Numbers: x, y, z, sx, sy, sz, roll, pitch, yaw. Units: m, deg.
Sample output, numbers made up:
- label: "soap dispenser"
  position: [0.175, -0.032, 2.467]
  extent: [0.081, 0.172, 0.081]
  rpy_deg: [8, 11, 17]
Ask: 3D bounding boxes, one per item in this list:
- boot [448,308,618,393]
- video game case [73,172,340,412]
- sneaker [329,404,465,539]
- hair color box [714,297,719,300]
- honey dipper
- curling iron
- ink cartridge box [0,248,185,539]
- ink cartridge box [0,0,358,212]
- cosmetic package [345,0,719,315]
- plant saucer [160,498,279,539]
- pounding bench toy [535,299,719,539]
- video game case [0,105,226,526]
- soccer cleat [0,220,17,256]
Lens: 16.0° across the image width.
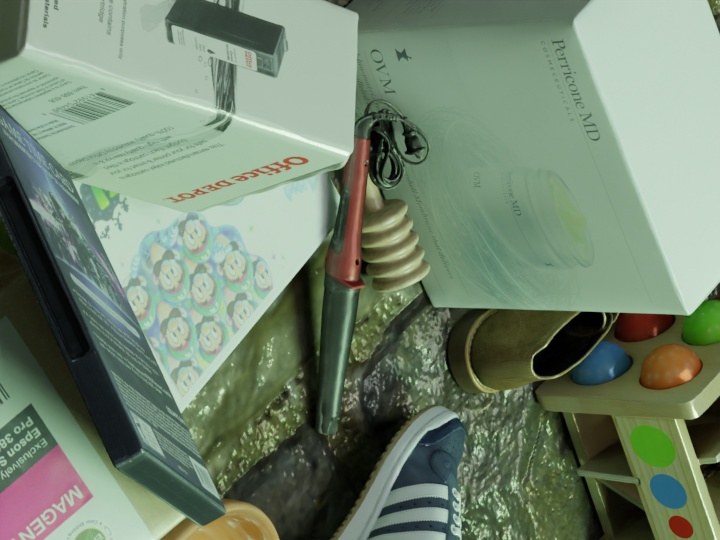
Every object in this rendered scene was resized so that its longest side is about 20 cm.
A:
- label: "boot"
  position: [0.144, 0.022, 1.645]
  extent: [0.200, 0.075, 0.074]
  rpy_deg: [-38, 116, -42]
- label: "video game case"
  position: [-0.102, -0.041, 1.406]
  extent: [0.200, 0.024, 0.182]
  rpy_deg: [-51, 126, -35]
- label: "sneaker"
  position: [0.045, 0.167, 1.488]
  extent: [0.070, 0.108, 0.200]
  rpy_deg: [94, 23, -43]
- label: "hair color box"
  position: [0.315, 0.116, 1.811]
  extent: [0.064, 0.111, 0.200]
  rpy_deg: [-14, 100, -46]
- label: "honey dipper"
  position: [-0.008, -0.083, 1.504]
  extent: [0.038, 0.038, 0.200]
  rpy_deg: [-37, 115, -42]
- label: "curling iron"
  position: [0.000, 0.000, 1.489]
  extent: [0.050, 0.026, 0.200]
  rpy_deg: [9, 98, -21]
- label: "ink cartridge box"
  position: [-0.203, 0.111, 1.215]
  extent: [0.200, 0.075, 0.165]
  rpy_deg: [-41, 120, -19]
- label: "ink cartridge box"
  position: [-0.120, -0.101, 1.267]
  extent: [0.200, 0.144, 0.084]
  rpy_deg: [17, 69, -38]
- label: "cosmetic package"
  position: [0.112, -0.087, 1.514]
  extent: [0.123, 0.200, 0.199]
  rpy_deg: [-46, 122, -38]
- label: "plant saucer"
  position: [-0.105, 0.214, 1.356]
  extent: [0.200, 0.037, 0.200]
  rpy_deg: [-42, 141, -48]
- label: "pounding bench toy"
  position: [0.241, 0.103, 1.660]
  extent: [0.124, 0.200, 0.156]
  rpy_deg: [-41, 120, -40]
- label: "video game case"
  position: [-0.127, 0.018, 1.201]
  extent: [0.200, 0.019, 0.143]
  rpy_deg: [62, 3, 20]
- label: "soccer cleat"
  position: [-0.148, 0.055, 1.330]
  extent: [0.084, 0.065, 0.200]
  rpy_deg: [-40, 121, -48]
